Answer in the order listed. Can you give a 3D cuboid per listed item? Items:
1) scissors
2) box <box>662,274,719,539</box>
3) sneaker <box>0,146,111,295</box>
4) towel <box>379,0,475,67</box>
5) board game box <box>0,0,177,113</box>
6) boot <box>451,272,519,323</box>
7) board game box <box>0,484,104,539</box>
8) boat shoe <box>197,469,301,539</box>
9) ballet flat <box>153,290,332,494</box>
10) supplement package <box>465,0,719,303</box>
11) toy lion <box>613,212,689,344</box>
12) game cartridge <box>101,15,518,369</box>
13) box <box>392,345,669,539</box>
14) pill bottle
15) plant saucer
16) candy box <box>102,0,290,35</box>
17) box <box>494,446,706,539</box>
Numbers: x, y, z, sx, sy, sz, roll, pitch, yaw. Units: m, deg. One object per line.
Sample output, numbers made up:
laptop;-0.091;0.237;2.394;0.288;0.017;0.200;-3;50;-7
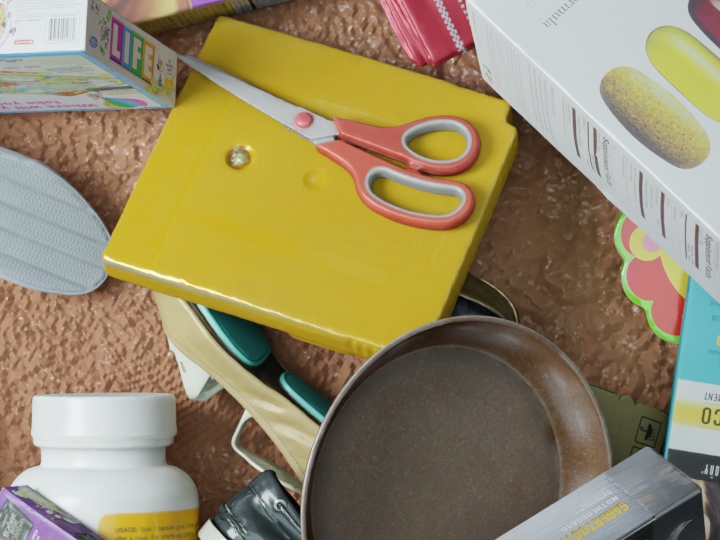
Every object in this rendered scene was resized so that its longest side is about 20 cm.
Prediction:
scissors;-0.025;-0.075;1.283;0.199;0.014;0.073;16;68;11
box;0.218;0.086;1.287;0.082;0.049;0.201;8;101;7
sneaker;-0.238;-0.050;1.334;0.200;0.071;0.073;31;86;-17
towel;0.086;-0.221;1.315;0.200;0.022;0.145;-28;90;-14
board game box;-0.222;-0.121;1.278;0.199;0.134;0.034;-1;80;16
boot;0.000;0.000;1.314;0.199;0.075;0.074;21;91;5
board game box;-0.188;0.235;1.237;0.120;0.032;0.200;31;102;29
boat shoe;0.003;0.186;1.298;0.199;0.075;0.066;37;89;-5
ballet flat;-0.067;0.071;1.321;0.200;0.069;0.063;45;105;5
supplement package;0.168;-0.098;1.223;0.114;0.110;0.200;-43;71;-6
toy lion;0.257;-0.024;1.312;0.200;0.069;0.192;25;96;3
game cartridge;-0.025;-0.045;1.294;0.199;0.032;0.177;19;67;13
box;0.086;0.154;1.282;0.163;0.021;0.201;20;84;-30
pill bottle;-0.149;0.172;1.297;0.112;0.113;0.201;-1;88;3
plant saucer;0.049;0.123;1.225;0.200;0.034;0.201;-3;97;-28
candy box;-0.099;-0.210;1.337;0.199;0.056;0.117;-14;86;1
box;0.119;0.215;1.228;0.158;0.200;0.048;-28;42;-21
